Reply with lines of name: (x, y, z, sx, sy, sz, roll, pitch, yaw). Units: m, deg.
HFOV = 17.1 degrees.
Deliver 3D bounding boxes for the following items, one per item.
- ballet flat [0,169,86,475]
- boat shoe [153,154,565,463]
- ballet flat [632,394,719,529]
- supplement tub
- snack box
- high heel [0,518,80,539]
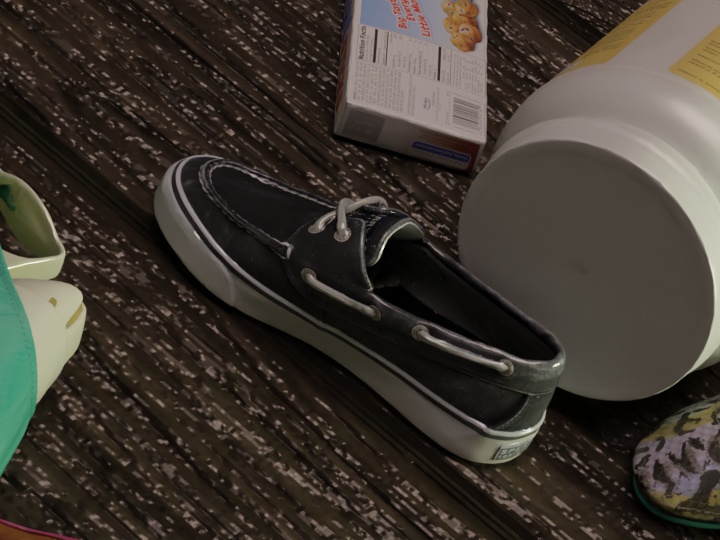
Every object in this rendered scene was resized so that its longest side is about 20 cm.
ballet flat: (-0.146, 0.005, 0.942, 0.070, 0.068, 0.200, -6, 45, -20)
boat shoe: (0.000, 0.000, 1.021, 0.200, 0.068, 0.072, 37, 41, 17)
ballet flat: (0.210, 0.066, 1.049, 0.200, 0.072, 0.072, -3, 45, -28)
supplement tub: (0.144, -0.042, 1.078, 0.145, 0.146, 0.200, 35, 41, 14)
snack box: (0.028, -0.127, 1.215, 0.072, 0.024, 0.200, 15, 40, -9)
high heel: (-0.147, 0.087, 0.827, 0.200, 0.096, 0.067, 39, 42, 19)
